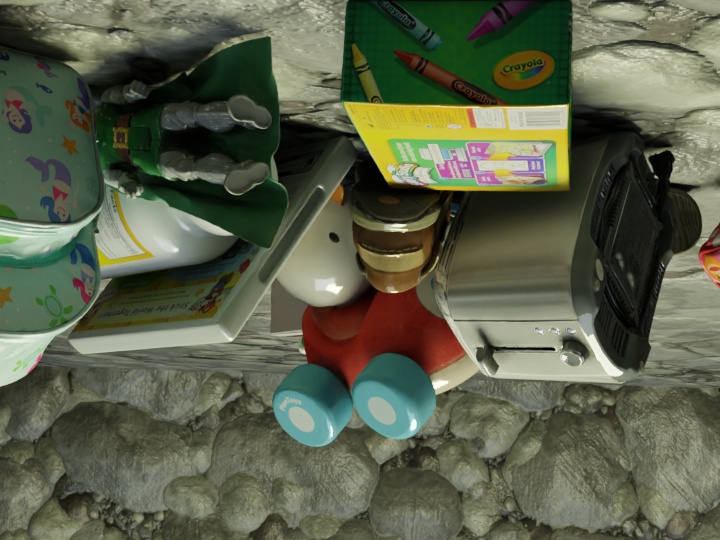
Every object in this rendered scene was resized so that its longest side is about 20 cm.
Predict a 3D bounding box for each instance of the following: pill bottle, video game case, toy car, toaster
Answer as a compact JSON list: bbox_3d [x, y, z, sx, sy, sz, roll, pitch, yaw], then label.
[{"bbox_3d":[-0.147,-0.052,0.957,0.104,0.106,0.199,11,168,-41],"label":"pill bottle"},{"bbox_3d":[-0.111,-0.016,0.998,0.199,0.183,0.023,-7,131,48],"label":"video game case"},{"bbox_3d":[0.000,0.000,1.052,0.176,0.201,0.184,-11,-154,44],"label":"toy car"},{"bbox_3d":[0.136,-0.013,0.931,0.128,0.201,0.114,-7,134,34],"label":"toaster"}]

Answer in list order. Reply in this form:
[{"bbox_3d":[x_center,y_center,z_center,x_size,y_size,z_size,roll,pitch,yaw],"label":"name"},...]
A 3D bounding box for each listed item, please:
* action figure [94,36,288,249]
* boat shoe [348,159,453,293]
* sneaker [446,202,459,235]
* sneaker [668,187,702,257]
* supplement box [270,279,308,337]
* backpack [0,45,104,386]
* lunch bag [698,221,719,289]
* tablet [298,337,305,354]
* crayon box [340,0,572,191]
[{"bbox_3d":[-0.124,-0.080,0.830,0.054,0.120,0.199,1,-176,-41],"label":"action figure"},{"bbox_3d":[0.027,-0.034,0.955,0.075,0.075,0.200,4,-166,10],"label":"boat shoe"},{"bbox_3d":[0.088,-0.008,1.161,0.198,0.084,0.071,23,174,3],"label":"sneaker"},{"bbox_3d":[0.165,-0.029,1.099,0.197,0.076,0.106,4,171,-14],"label":"sneaker"},{"bbox_3d":[0.007,0.009,1.232,0.060,0.110,0.199,-7,170,43],"label":"supplement box"},{"bbox_3d":[-0.239,-0.036,0.795,0.176,0.202,0.150,12,147,-40],"label":"backpack"},{"bbox_3d":[0.359,0.006,0.999,0.176,0.082,0.200,41,167,-2],"label":"lunch bag"},{"bbox_3d":[0.041,0.031,1.364,0.197,0.131,0.014,-1,139,13],"label":"tablet"},{"bbox_3d":[0.062,-0.094,0.777,0.117,0.059,0.200,2,171,9],"label":"crayon box"}]
